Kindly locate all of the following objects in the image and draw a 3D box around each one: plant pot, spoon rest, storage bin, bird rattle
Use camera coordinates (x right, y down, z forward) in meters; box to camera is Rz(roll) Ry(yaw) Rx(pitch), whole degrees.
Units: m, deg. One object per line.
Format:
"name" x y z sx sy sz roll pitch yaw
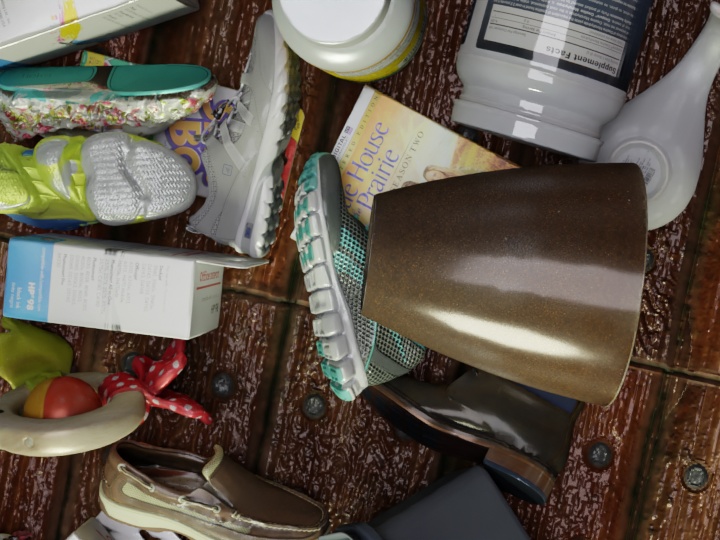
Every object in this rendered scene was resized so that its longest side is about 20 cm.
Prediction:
"plant pot" 0.103 -0.002 1.209 0.197 0.187 0.190 7 94 -2
"spoon rest" 0.254 -0.124 1.286 0.099 0.061 0.201 32 109 6
"storage bin" 0.078 0.265 1.291 0.134 0.145 0.201 -32 88 -20
"bird rattle" -0.230 0.117 1.306 0.197 0.163 0.114 10 113 15

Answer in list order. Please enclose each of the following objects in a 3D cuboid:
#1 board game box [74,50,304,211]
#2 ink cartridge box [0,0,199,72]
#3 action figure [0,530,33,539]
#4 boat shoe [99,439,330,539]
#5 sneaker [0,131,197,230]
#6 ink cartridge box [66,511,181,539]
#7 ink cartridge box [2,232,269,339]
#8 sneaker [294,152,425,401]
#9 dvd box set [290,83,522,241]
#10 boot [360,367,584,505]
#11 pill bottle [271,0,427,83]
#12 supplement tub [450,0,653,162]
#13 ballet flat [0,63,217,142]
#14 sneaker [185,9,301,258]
"board game box" -0.153 -0.117 1.344 0.197 0.030 0.097 15 94 3
"ink cartridge box" -0.254 -0.260 1.288 0.198 0.145 0.149 -17 91 7
"action figure" -0.382 0.238 1.352 0.198 0.135 0.149 16 134 -20
"boat shoe" -0.121 0.187 1.317 0.199 0.075 0.076 9 121 0
"sneaker" -0.228 -0.072 1.318 0.197 0.105 0.077 5 82 5
"ink cartridge box" -0.237 0.298 1.346 0.116 0.067 0.200 43 97 4
"ink cartridge box" -0.184 0.014 1.308 0.197 0.116 0.068 7 94 7
"sneaker" 0.000 0.000 1.287 0.090 0.078 0.203 -12 92 -14
"dvd box set" 0.059 -0.046 1.319 0.198 0.029 0.148 29 96 4
"boot" 0.091 0.107 1.318 0.199 0.075 0.097 30 71 14
"pill bottle" -0.009 -0.210 1.233 0.111 0.200 0.114 0 93 7
"supplement tub" 0.156 -0.200 1.244 0.139 0.140 0.203 16 95 6
"ballet flat" -0.211 -0.137 1.313 0.197 0.076 0.065 2 123 12
"sneaker" -0.098 -0.115 1.287 0.081 0.075 0.203 11 92 6
